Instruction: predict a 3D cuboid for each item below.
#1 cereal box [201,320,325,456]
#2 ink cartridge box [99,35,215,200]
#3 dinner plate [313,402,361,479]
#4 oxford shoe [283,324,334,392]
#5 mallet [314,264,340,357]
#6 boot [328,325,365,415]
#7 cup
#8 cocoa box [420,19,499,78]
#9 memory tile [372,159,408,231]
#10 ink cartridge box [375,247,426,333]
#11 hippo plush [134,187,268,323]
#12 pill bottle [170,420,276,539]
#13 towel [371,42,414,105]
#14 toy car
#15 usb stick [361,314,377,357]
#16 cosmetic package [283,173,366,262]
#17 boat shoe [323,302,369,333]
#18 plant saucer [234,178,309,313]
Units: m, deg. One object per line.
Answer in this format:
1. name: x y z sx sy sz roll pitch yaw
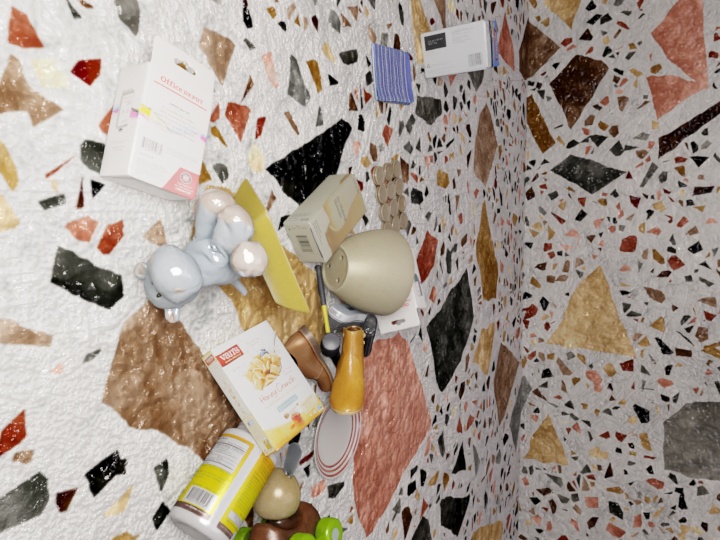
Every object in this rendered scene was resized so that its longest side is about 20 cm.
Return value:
1. cereal box: -0.165 0.199 0.892 0.200 0.040 0.144 55 35 4
2. ink cartridge box: -0.286 -0.213 0.732 0.116 0.067 0.200 20 77 -58
3. dinner plate: -0.056 0.384 1.198 0.200 0.024 0.201 -7 98 -58
4. oxford shoe: -0.110 0.200 1.075 0.071 0.071 0.200 -35 131 -16
5. mallet: -0.075 0.080 1.069 0.066 0.041 0.200 120 -38 -73
6. boot: -0.025 0.197 1.055 0.201 0.071 0.144 -88 -178 -80
7. cup: 0.000 0.000 1.130 0.143 0.200 0.201 4 89 -37
8. cocoa box: 0.303 -0.667 1.539 0.131 0.200 0.134 -36 122 -53
9. memory tile: 0.083 -0.195 1.391 0.153 0.017 0.200 -36 122 -52
10. ink cartridge box: 0.091 0.051 1.277 0.067 0.117 0.200 10 66 -61
11. hippo plush: -0.252 -0.023 0.760 0.161 0.200 0.159 -27 87 -29
12. pill bottle: -0.214 0.345 0.852 0.200 0.109 0.109 -57 138 -39
13. towel: 0.091 -0.525 1.371 0.200 0.024 0.145 -24 112 -56
14. toy car: -0.143 0.421 0.946 0.158 0.164 0.200 9 73 -59
15. usb stick: 0.017 0.159 1.212 0.200 0.033 0.056 95 7 -66
16. cosmetic package: -0.070 -0.115 1.090 0.200 0.071 0.105 -56 136 -41
17. boat shoe: -0.027 0.120 1.191 0.066 0.070 0.200 -60 161 9
18. plant saucer: -0.164 -0.038 0.878 0.048 0.200 0.200 -25 121 -10
